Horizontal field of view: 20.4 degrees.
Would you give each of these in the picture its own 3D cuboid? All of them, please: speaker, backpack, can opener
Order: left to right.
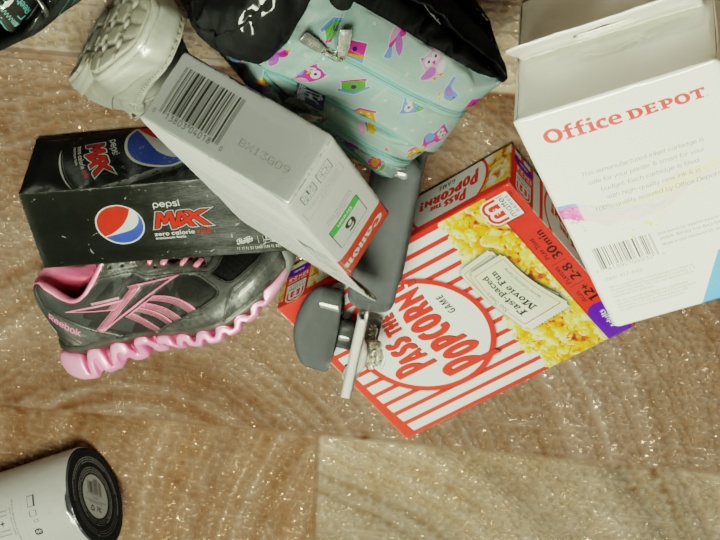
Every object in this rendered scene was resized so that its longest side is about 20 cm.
[{"bbox_3d":[-0.290,0.202,1.566,0.199,0.081,0.081,-19,126,21],"label":"speaker"},{"bbox_3d":[-0.012,-0.148,1.183,0.199,0.167,0.126,29,120,-38],"label":"backpack"},{"bbox_3d":[0.000,0.000,1.314,0.066,0.053,0.201,16,126,-1],"label":"can opener"}]

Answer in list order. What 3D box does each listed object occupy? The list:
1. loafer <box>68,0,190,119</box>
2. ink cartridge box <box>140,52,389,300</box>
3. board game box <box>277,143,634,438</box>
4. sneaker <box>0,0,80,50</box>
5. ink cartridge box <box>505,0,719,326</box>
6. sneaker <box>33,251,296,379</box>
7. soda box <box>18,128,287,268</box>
[{"bbox_3d":[-0.127,-0.128,1.210,0.069,0.200,0.070,25,85,-13],"label":"loafer"},{"bbox_3d":[-0.044,-0.052,1.198,0.109,0.051,0.200,31,174,22],"label":"ink cartridge box"},{"bbox_3d":[0.066,0.019,1.386,0.199,0.046,0.152,-29,121,28],"label":"board game box"},{"bbox_3d":[-0.184,-0.183,1.219,0.199,0.080,0.075,-29,121,26],"label":"sneaker"},{"bbox_3d":[0.180,-0.091,1.225,0.128,0.126,0.201,-16,128,19],"label":"ink cartridge box"},{"bbox_3d":[-0.142,0.005,1.390,0.199,0.079,0.096,-20,115,20],"label":"sneaker"},{"bbox_3d":[-0.121,-0.053,1.335,0.198,0.064,0.071,-4,130,9],"label":"soda box"}]
